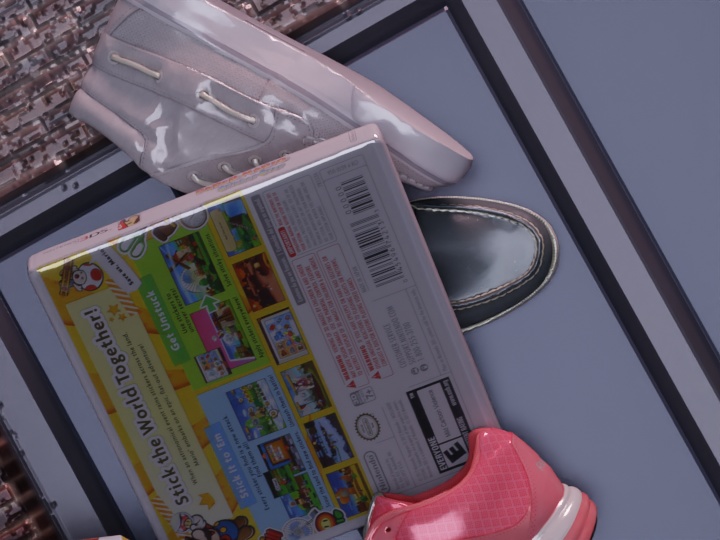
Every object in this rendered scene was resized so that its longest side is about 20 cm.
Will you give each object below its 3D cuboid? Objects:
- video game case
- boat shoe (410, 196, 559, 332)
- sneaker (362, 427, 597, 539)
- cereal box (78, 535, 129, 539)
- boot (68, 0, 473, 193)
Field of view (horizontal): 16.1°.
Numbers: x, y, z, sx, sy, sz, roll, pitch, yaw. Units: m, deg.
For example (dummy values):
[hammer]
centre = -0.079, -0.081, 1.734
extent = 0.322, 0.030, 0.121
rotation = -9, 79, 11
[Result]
[video game case]
centre = -0.041, 0.046, 1.255
extent = 0.182, 0.023, 0.200
rotation = -21, 117, 4
[boat shoe]
centre = 0.000, 0.000, 1.275
extent = 0.199, 0.062, 0.073
rotation = -4, 86, 4
[sneaker]
centre = 0.019, 0.155, 1.264
extent = 0.200, 0.074, 0.087
rotation = -40, 98, -4
[cereal box]
centre = -0.197, 0.210, 1.242
extent = 0.200, 0.040, 0.144
rotation = -11, 61, 27
[boot]
centre = -0.048, -0.068, 1.283
extent = 0.200, 0.074, 0.096
rotation = 30, 98, 13
